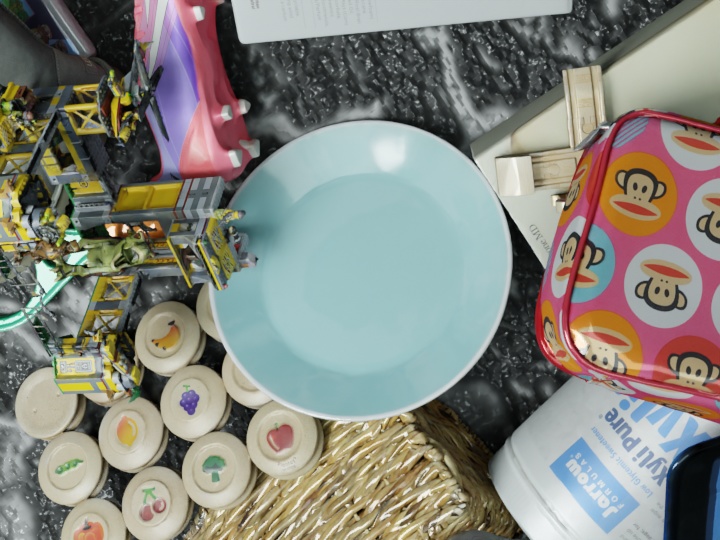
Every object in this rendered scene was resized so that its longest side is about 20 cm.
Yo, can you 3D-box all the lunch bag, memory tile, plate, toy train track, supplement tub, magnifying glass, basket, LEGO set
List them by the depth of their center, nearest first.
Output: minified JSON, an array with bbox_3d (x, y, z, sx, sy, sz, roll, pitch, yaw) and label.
[{"bbox_3d":[0.206,-0.007,0.705,0.199,0.082,0.177,17,82,-3],"label":"lunch bag"},{"bbox_3d":[0.180,-0.067,0.761,0.198,0.033,0.116,-8,102,4],"label":"toy train track"},{"bbox_3d":[-0.135,-0.023,0.761,0.115,0.154,0.201,-3,128,16],"label":"LEGO set"},{"bbox_3d":[0.194,0.102,0.823,0.132,0.132,0.200,44,101,-6],"label":"supplement tub"},{"bbox_3d":[0.000,0.000,0.833,0.198,0.026,0.202,-4,72,11],"label":"plate"},{"bbox_3d":[-0.132,0.099,0.861,0.199,0.017,0.154,-28,67,11],"label":"memory tile"},{"bbox_3d":[-0.199,-0.015,0.877,0.199,0.022,0.080,-18,101,7],"label":"magnifying glass"},{"bbox_3d":[-0.006,0.171,0.886,0.200,0.149,0.143,-44,63,11],"label":"basket"}]

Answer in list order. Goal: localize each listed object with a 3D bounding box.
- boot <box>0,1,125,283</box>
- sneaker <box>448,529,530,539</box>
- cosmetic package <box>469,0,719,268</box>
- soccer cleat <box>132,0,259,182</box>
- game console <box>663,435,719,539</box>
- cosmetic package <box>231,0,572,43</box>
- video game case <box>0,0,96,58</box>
[{"bbox_3d":[-0.249,-0.090,0.766,0.072,0.200,0.183,34,97,30],"label":"boot"},{"bbox_3d":[0.085,0.230,0.830,0.073,0.200,0.112,37,103,30],"label":"sneaker"},{"bbox_3d":[0.178,-0.089,0.811,0.199,0.073,0.104,-34,99,9],"label":"cosmetic package"},{"bbox_3d":[-0.122,-0.149,0.823,0.076,0.067,0.202,-9,101,20],"label":"soccer cleat"},{"bbox_3d":[0.286,0.174,0.761,0.199,0.119,0.172,-16,66,-13],"label":"game console"},{"bbox_3d":[0.022,-0.199,0.773,0.198,0.102,0.072,-4,131,5],"label":"cosmetic package"},{"bbox_3d":[-0.302,-0.175,0.847,0.182,0.023,0.201,-33,98,10],"label":"video game case"}]
